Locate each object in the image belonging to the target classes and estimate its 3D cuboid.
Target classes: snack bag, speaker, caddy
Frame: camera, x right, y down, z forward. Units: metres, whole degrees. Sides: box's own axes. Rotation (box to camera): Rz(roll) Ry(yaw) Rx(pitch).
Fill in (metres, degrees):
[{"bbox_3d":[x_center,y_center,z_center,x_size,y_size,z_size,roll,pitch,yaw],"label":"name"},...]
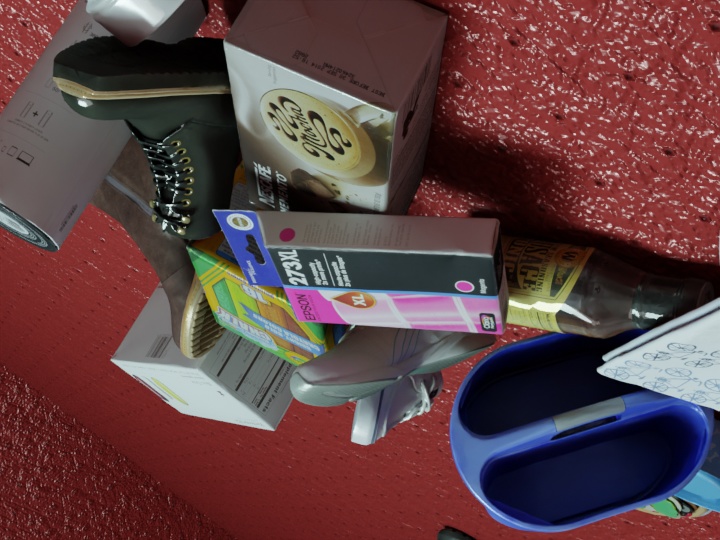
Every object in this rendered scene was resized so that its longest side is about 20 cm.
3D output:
[{"bbox_3d":[0.279,0.067,0.690,0.198,0.022,0.189,15,161,-8],"label":"snack bag"},{"bbox_3d":[-0.186,-0.118,0.727,0.081,0.201,0.081,26,164,8],"label":"speaker"},{"bbox_3d":[0.164,0.118,0.808,0.198,0.143,0.105,-16,161,-5],"label":"caddy"}]

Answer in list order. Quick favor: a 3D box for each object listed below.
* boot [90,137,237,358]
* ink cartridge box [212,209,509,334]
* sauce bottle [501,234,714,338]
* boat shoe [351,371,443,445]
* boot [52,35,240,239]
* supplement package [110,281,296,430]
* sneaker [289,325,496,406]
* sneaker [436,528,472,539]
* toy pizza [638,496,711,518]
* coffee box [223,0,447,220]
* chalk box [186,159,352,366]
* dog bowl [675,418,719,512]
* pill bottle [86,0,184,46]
[{"bbox_3d":[-0.184,-0.035,0.983,0.165,0.072,0.202,24,116,26],"label":"boot"},{"bbox_3d":[0.000,0.000,0.734,0.198,0.037,0.095,5,147,16],"label":"ink cartridge box"},{"bbox_3d":[0.147,0.012,0.761,0.198,0.066,0.066,7,150,33],"label":"sauce bottle"},{"bbox_3d":[0.042,0.095,0.959,0.065,0.200,0.074,16,118,9],"label":"boat shoe"},{"bbox_3d":[-0.125,-0.074,0.693,0.077,0.140,0.199,25,-160,23],"label":"boot"},{"bbox_3d":[-0.141,0.065,1.123,0.111,0.157,0.199,41,156,-28],"label":"supplement package"},{"bbox_3d":[0.019,0.054,0.864,0.070,0.199,0.081,-32,77,51],"label":"sneaker"},{"bbox_3d":[0.200,0.480,1.686,0.198,0.080,0.076,17,155,29],"label":"sneaker"},{"bbox_3d":[0.254,0.201,1.073,0.199,0.032,0.201,26,158,11],"label":"toy pizza"},{"bbox_3d":[-0.016,-0.099,0.705,0.112,0.080,0.200,24,158,9],"label":"coffee box"},{"bbox_3d":[-0.052,0.003,0.915,0.124,0.125,0.200,25,158,15],"label":"chalk box"},{"bbox_3d":[0.247,0.140,0.918,0.198,0.050,0.112,25,163,14],"label":"dog bowl"},{"bbox_3d":[-0.173,-0.226,0.589,0.200,0.114,0.113,41,156,-25],"label":"pill bottle"}]
